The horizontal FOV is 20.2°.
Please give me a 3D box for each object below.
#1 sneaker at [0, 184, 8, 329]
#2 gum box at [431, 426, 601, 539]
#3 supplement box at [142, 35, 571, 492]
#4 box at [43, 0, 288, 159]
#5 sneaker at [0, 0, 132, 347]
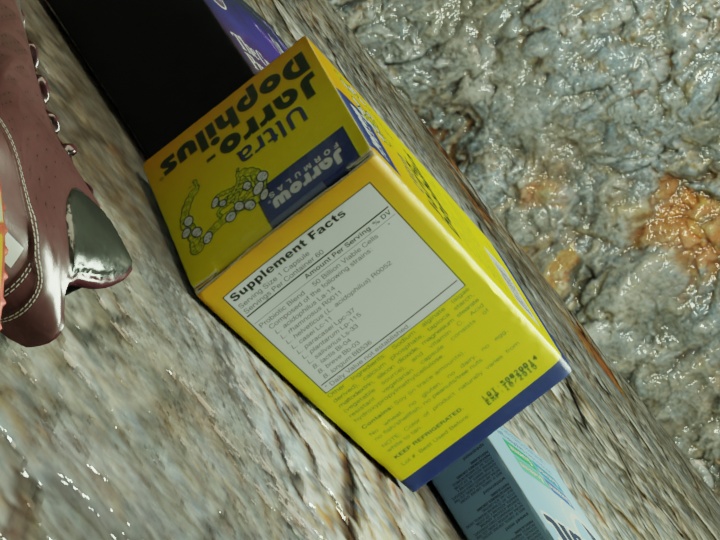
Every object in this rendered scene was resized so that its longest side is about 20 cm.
[{"bbox_3d":[-0.156,-0.044,0.530,0.077,0.073,0.200,3,42,-51],"label":"sneaker"},{"bbox_3d":[0.119,0.180,1.155,0.200,0.044,0.170,58,9,31],"label":"gum box"},{"bbox_3d":[0.000,0.000,1.021,0.200,0.109,0.110,46,10,-41],"label":"supplement box"},{"bbox_3d":[-0.078,-0.098,1.139,0.141,0.079,0.200,53,7,21],"label":"box"},{"bbox_3d":[-0.128,-0.047,0.670,0.116,0.075,0.200,53,16,-38],"label":"sneaker"}]
